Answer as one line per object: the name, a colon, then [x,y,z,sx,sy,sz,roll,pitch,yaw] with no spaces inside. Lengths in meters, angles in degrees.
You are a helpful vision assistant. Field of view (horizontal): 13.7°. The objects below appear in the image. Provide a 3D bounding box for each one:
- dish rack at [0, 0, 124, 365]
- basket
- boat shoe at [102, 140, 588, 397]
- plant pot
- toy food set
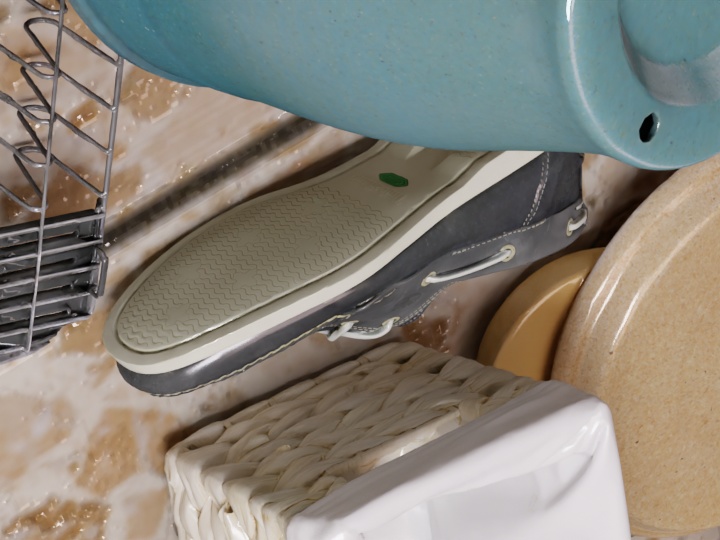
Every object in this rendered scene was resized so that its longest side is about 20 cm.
dish rack: [-0.142,-0.054,0.957,0.153,0.055,0.201,-11,125,-31]
basket: [0.020,0.139,1.131,0.135,0.123,0.201,-23,118,-28]
boat shoe: [0.000,0.000,1.087,0.199,0.072,0.068,-28,127,-23]
plant pot: [0.038,-0.120,0.875,0.200,0.188,0.201,-26,129,-37]
toy food set: [0.149,0.027,1.237,0.200,0.049,0.198,-48,135,-3]
